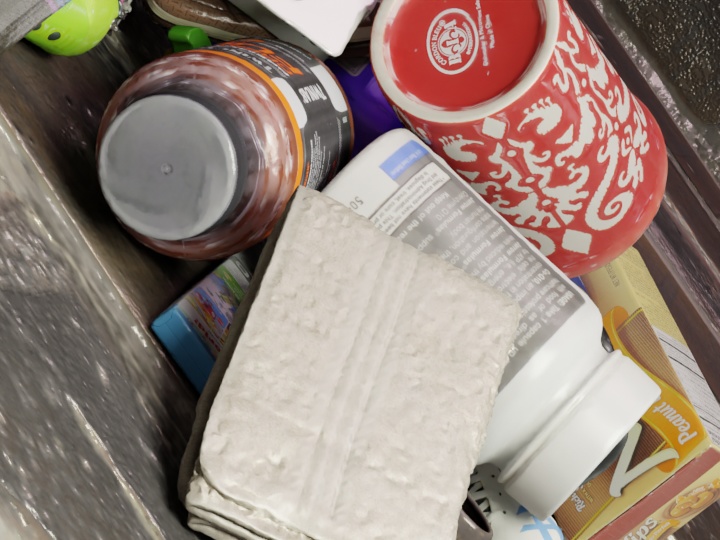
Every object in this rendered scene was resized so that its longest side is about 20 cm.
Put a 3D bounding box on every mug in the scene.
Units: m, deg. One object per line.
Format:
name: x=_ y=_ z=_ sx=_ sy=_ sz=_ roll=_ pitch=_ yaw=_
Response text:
mug: x=0.072 y=-0.104 z=1.446 sx=0.178 sy=0.133 sz=0.200 roll=46 pitch=0 yaw=28

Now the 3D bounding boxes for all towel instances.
towel: x=-0.003 y=0.062 z=1.184 sx=0.132 sy=0.034 sz=0.200 roll=29 pitch=50 yaw=-9

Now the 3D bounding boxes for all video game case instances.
video game case: x=-0.038 y=0.060 z=1.325 sx=0.143 sy=0.018 sz=0.200 roll=54 pitch=14 yaw=-4

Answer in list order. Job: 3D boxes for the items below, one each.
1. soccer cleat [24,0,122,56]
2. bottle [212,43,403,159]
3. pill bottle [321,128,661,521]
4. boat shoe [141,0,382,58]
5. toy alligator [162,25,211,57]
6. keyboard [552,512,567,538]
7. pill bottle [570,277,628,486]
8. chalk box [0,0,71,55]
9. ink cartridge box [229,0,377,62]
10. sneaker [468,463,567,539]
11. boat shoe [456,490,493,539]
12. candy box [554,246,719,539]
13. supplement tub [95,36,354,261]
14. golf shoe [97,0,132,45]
soccer cleat: x=-0.189 y=-0.202 z=1.342 sx=0.081 sy=0.067 sz=0.201 roll=15 pitch=43 yaw=-59
bottle: x=-0.009 y=-0.111 z=1.583 sx=0.200 sy=0.065 sz=0.084 roll=38 pitch=-21 yaw=6
pill bottle: x=0.056 y=0.030 z=1.353 sx=0.200 sy=0.114 sz=0.114 roll=44 pitch=14 yaw=6
boat shoe: x=-0.042 y=-0.150 z=1.497 sx=0.202 sy=0.075 sz=0.075 roll=-1 pitch=63 yaw=-29
toy alligator: x=-0.070 y=-0.084 z=1.490 sx=0.200 sy=0.059 sz=0.054 roll=41 pitch=63 yaw=-63
keyboard: x=0.147 y=0.179 z=1.641 sx=0.127 sy=0.021 sz=0.200 roll=31 pitch=28 yaw=-45
pill bottle: x=0.093 y=0.039 z=1.596 sx=0.112 sy=0.112 sz=0.200 roll=39 pitch=21 yaw=-46
chalk box: x=-0.155 y=-0.219 z=1.211 sx=0.124 sy=0.200 sz=0.124 roll=30 pitch=28 yaw=-59
ink cartridge box: x=-0.032 y=-0.200 z=1.438 sx=0.116 sy=0.067 sz=0.200 roll=37 pitch=52 yaw=-10
sneaker: x=0.060 y=0.122 z=1.404 sx=0.072 sy=0.072 sz=0.200 roll=32 pitch=24 yaw=-31
boat shoe: x=0.011 y=0.074 z=1.261 sx=0.074 sy=0.073 sz=0.200 roll=30 pitch=29 yaw=-58
candy box: x=0.157 y=0.080 z=1.637 sx=0.055 sy=0.115 sz=0.200 roll=30 pitch=28 yaw=-44
supplement tub: x=-0.072 y=-0.063 z=1.313 sx=0.107 sy=0.107 sz=0.200 roll=54 pitch=14 yaw=0
golf shoe: x=-0.145 y=-0.218 z=1.412 sx=0.092 sy=0.073 sz=0.201 roll=18 pitch=66 yaw=-13
